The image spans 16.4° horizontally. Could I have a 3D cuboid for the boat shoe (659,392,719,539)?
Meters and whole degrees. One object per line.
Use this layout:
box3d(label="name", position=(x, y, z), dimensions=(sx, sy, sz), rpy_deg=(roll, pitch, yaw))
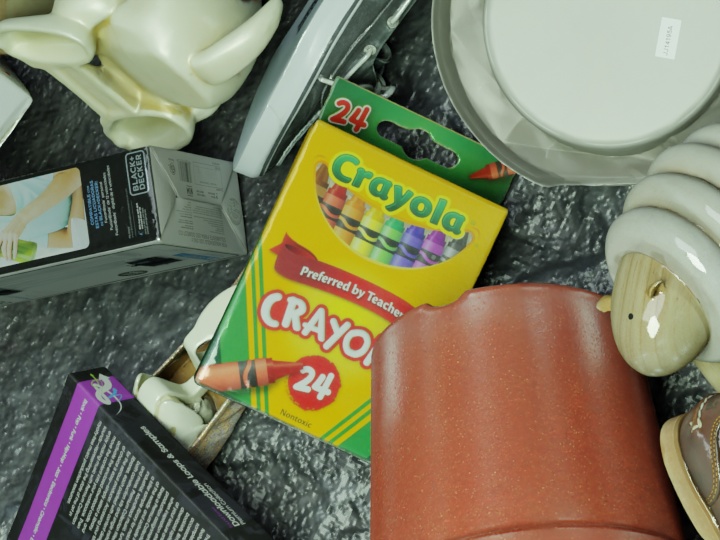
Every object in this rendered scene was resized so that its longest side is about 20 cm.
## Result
box3d(label="boat shoe", position=(0.228, 0.152, 1.281), dimensions=(0.070, 0.070, 0.200), rpy_deg=(-30, 90, 38))

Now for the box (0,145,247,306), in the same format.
box3d(label="box", position=(-0.185, -0.024, 1.551), dimensions=(0.199, 0.117, 0.060), rpy_deg=(-11, 82, 23))

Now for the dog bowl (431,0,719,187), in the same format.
box3d(label="dog bowl", position=(0.143, -0.141, 1.413), dimensions=(0.199, 0.059, 0.201), rpy_deg=(1, 95, 13))

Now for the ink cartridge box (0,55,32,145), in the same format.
box3d(label="ink cartridge box", position=(-0.305, -0.147, 1.588), dimensions=(0.085, 0.144, 0.200), rpy_deg=(-50, 31, 5))

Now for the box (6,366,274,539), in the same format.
box3d(label="box", position=(-0.125, 0.173, 1.480), dimensions=(0.200, 0.036, 0.143), rpy_deg=(44, 125, 30))

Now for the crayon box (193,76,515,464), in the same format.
box3d(label="crayon box", position=(0.000, 0.000, 1.453), dimensions=(0.127, 0.051, 0.201), rpy_deg=(24, 87, -4))

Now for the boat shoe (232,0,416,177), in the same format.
box3d(label="boat shoe", position=(-0.010, -0.131, 1.517), dimensions=(0.200, 0.068, 0.074), rpy_deg=(-59, 13, 21))

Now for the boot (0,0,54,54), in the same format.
box3d(label="boot", position=(-0.252, -0.209, 1.626), dimensions=(0.144, 0.071, 0.201), rpy_deg=(6, 40, 22))

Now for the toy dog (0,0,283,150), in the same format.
box3d(label="toy dog", position=(-0.108, -0.199, 1.542), dimensions=(0.194, 0.139, 0.200), rpy_deg=(-12, 50, 53))

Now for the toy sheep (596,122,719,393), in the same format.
box3d(label="toy sheep", position=(0.207, -0.016, 1.328), dimensions=(0.138, 0.138, 0.200), rpy_deg=(32, 60, 30))

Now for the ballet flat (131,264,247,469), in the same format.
box3d(label="ballet flat", position=(-0.098, 0.063, 1.511), dimensions=(0.068, 0.067, 0.200), rpy_deg=(41, 97, 30))

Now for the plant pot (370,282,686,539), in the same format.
box3d(label="plant pot", position=(0.086, 0.124, 1.337), dimensions=(0.200, 0.201, 0.196), rpy_deg=(-17, 61, 22))
